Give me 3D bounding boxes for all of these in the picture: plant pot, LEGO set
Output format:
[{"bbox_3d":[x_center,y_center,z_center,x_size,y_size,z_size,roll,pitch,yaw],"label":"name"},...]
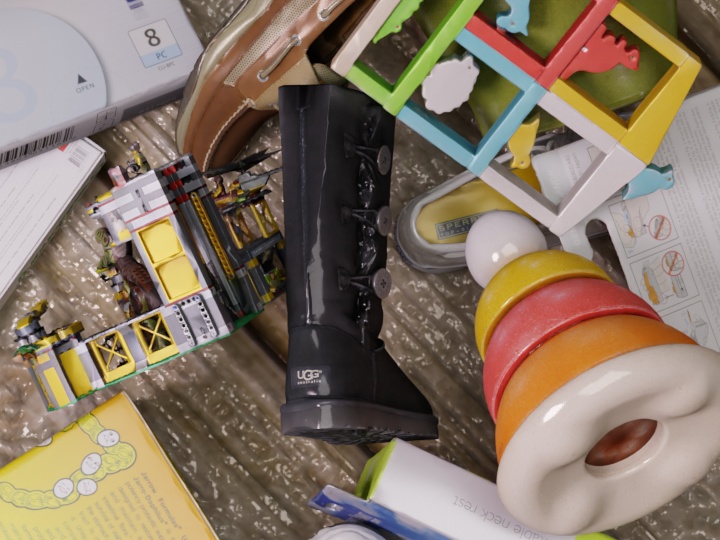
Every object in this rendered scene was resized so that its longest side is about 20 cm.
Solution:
[{"bbox_3d":[0.108,-0.186,1.225,0.200,0.200,0.194,-19,97,-6],"label":"plant pot"},{"bbox_3d":[-0.124,-0.012,1.164,0.153,0.200,0.116,-22,95,29],"label":"LEGO set"}]

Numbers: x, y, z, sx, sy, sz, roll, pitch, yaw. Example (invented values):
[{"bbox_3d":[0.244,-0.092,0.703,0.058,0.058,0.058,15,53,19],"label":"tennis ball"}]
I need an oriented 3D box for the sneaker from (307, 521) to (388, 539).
[{"bbox_3d":[-0.042,0.244,1.186,0.074,0.079,0.201,24,107,-2],"label":"sneaker"}]

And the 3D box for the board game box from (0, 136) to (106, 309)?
[{"bbox_3d":[-0.264,-0.026,1.243,0.126,0.035,0.200,35,82,0],"label":"board game box"}]

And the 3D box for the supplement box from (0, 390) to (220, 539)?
[{"bbox_3d":[-0.192,0.171,1.187,0.200,0.109,0.110,-32,86,-8],"label":"supplement box"}]

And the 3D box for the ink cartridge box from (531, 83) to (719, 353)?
[{"bbox_3d":[0.211,-0.024,1.246,0.199,0.050,0.163,-21,91,-16],"label":"ink cartridge box"}]

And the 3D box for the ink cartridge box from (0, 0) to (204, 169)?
[{"bbox_3d":[-0.206,-0.174,1.238,0.160,0.047,0.200,-24,81,-19],"label":"ink cartridge box"}]

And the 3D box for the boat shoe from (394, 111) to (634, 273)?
[{"bbox_3d":[0.119,-0.054,1.248,0.201,0.086,0.075,-16,84,-6],"label":"boat shoe"}]

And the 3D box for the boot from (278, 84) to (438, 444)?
[{"bbox_3d":[0.000,0.000,1.201,0.065,0.165,0.201,-6,80,17],"label":"boot"}]

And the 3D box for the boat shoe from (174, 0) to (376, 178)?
[{"bbox_3d":[-0.043,-0.130,1.208,0.074,0.076,0.200,40,122,11],"label":"boat shoe"}]

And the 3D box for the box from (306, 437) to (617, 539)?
[{"bbox_3d":[0.072,0.157,1.200,0.200,0.122,0.048,26,76,-2],"label":"box"}]

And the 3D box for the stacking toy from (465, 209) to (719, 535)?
[{"bbox_3d":[0.112,0.035,1.148,0.146,0.146,0.200,-22,52,-6],"label":"stacking toy"}]

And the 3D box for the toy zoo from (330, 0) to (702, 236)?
[{"bbox_3d":[0.100,-0.109,1.154,0.200,0.020,0.131,35,109,-9],"label":"toy zoo"}]
